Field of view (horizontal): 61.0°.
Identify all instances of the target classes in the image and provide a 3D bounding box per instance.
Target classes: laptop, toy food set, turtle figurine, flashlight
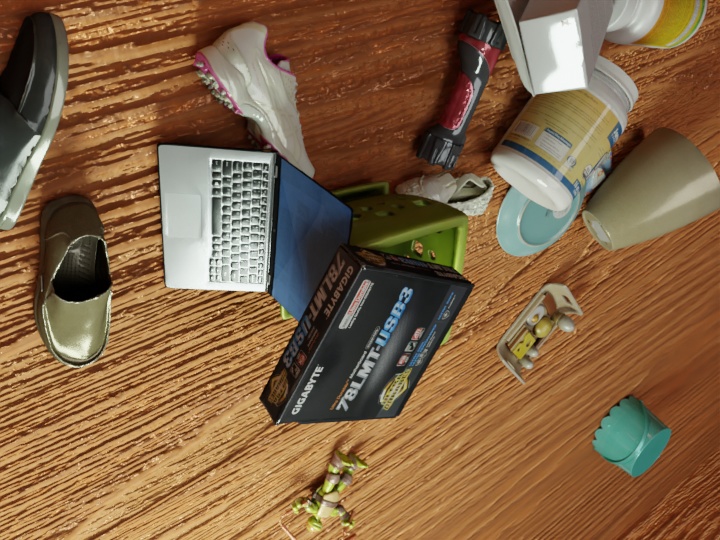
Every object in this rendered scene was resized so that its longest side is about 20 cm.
[{"bbox_3d":[-0.121,-0.021,0.661,0.196,0.117,0.190,2,125,-11],"label":"laptop"},{"bbox_3d":[0.378,0.135,1.274,0.201,0.060,0.143,-51,137,-1],"label":"toy food set"},{"bbox_3d":[-0.051,0.409,1.102,0.199,0.064,0.163,32,88,-38],"label":"turtle figurine"},{"bbox_3d":[0.133,-0.241,0.829,0.068,0.067,0.202,-22,140,-62],"label":"flashlight"}]

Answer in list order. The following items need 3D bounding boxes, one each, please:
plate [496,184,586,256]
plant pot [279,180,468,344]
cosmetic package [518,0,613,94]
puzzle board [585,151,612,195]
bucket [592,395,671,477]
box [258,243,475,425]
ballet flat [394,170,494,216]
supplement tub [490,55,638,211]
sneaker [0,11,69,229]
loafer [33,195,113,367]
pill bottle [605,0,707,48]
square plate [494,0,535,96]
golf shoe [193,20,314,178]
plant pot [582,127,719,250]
[{"bbox_3d":[0.327,-0.107,1.080,0.197,0.026,0.203,-16,128,-21],"label":"plate"},{"bbox_3d":[0.000,0.000,0.789,0.197,0.181,0.203,-18,127,-31],"label":"plant pot"},{"bbox_3d":[0.269,-0.327,0.784,0.201,0.070,0.102,-61,138,-36],"label":"cosmetic package"},{"bbox_3d":[0.391,-0.176,1.113,0.199,0.017,0.152,-39,135,-11],"label":"puzzle board"},{"bbox_3d":[0.802,0.493,1.803,0.205,0.135,0.210,-20,129,-27],"label":"bucket"},{"bbox_3d":[0.013,0.078,0.677,0.197,0.050,0.202,10,115,-48],"label":"box"},{"bbox_3d":[0.128,-0.118,0.894,0.198,0.071,0.073,-8,123,-44],"label":"ballet flat"},{"bbox_3d":[0.309,-0.210,0.930,0.144,0.144,0.201,32,96,-46],"label":"supplement tub"},{"bbox_3d":[-0.323,-0.132,0.514,0.105,0.075,0.202,12,110,-45],"label":"sneaker"},{"bbox_3d":[-0.301,0.025,0.642,0.075,0.067,0.203,-12,124,-33],"label":"loafer"},{"bbox_3d":[0.423,-0.400,0.923,0.198,0.111,0.113,-11,124,-34],"label":"pill bottle"},{"bbox_3d":[0.209,-0.364,0.778,0.199,0.028,0.202,52,50,-46],"label":"square plate"},{"bbox_3d":[-0.093,-0.179,0.677,0.092,0.075,0.200,-46,137,-9],"label":"golf shoe"},{"bbox_3d":[0.532,-0.133,1.158,0.199,0.188,0.188,-35,136,3],"label":"plant pot"}]
